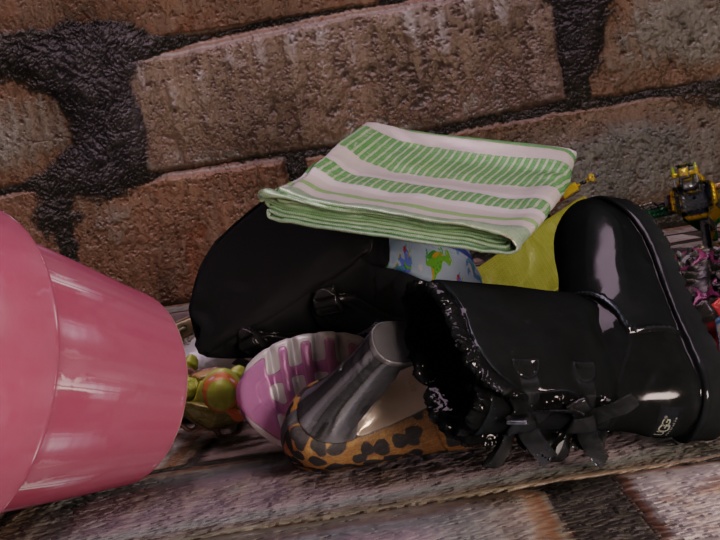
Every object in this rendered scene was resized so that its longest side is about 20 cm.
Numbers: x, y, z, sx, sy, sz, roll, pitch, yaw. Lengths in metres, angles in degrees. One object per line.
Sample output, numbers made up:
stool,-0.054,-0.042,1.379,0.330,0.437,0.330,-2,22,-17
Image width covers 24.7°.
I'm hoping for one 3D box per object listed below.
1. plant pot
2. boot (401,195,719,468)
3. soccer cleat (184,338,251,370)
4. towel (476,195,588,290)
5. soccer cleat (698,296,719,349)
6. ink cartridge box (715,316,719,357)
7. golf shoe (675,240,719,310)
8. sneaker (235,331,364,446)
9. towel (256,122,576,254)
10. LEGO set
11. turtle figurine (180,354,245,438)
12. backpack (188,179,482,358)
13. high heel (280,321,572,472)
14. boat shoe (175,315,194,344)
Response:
plant pot,-0.213,0.065,1.005,0.200,0.200,0.179,-6,-12,42
boot,0.101,0.025,0.911,0.162,0.073,0.198,2,41,-22
soccer cleat,-0.110,0.065,1.365,0.200,0.085,0.069,-10,3,-23
towel,0.102,0.018,1.252,0.200,0.018,0.086,-35,37,6
soccer cleat,0.285,-0.006,0.968,0.200,0.085,0.069,-47,40,3
ink cartridge box,0.309,0.041,0.887,0.200,0.068,0.116,-10,3,-22
golf shoe,0.265,0.022,1.059,0.200,0.092,0.073,-18,30,25
sneaker,0.014,0.078,1.066,0.200,0.081,0.088,-5,-5,-20
towel,0.041,-0.053,0.976,0.152,0.023,0.200,9,18,16
LEGO set,0.197,-0.008,1.275,0.200,0.154,0.116,-4,-13,24
turtle figurine,-0.098,0.091,1.208,0.200,0.064,0.161,3,-4,-9
backpack,0.000,0.000,1.123,0.163,0.154,0.200,-33,-37,31
high heel,0.057,0.088,0.987,0.200,0.071,0.143,12,-38,-27
boat shoe,-0.245,0.087,1.709,0.200,0.063,0.073,-10,4,-19
